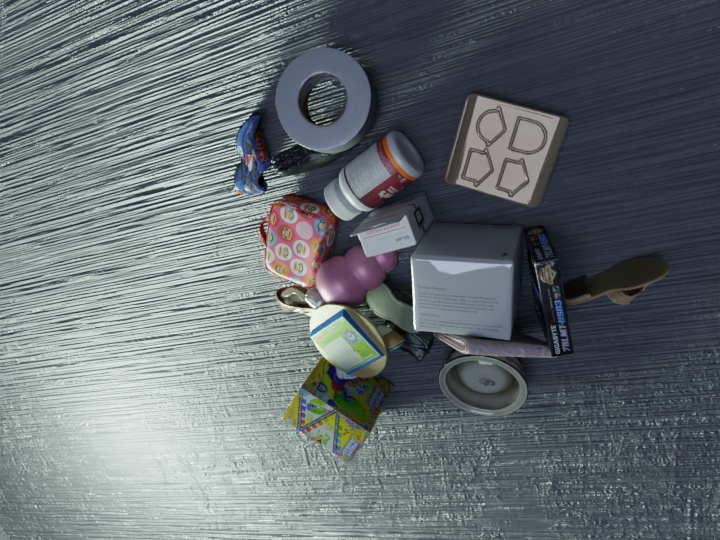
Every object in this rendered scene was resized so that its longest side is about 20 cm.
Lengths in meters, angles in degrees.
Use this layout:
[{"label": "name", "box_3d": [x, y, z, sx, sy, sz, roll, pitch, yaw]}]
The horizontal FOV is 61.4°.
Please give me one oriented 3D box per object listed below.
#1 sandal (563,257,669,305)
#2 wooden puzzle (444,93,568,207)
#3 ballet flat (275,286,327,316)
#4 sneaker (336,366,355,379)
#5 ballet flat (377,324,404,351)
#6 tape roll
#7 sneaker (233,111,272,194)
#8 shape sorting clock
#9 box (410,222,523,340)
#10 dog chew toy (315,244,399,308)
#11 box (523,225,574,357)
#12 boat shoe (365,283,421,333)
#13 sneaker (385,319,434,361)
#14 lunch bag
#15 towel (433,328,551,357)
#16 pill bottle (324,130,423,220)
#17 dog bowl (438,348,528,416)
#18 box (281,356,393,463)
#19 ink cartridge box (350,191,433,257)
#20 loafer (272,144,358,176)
[{"label": "sandal", "box_3d": [0.521, 0.038, 1.228, 0.211, 0.078, 0.070, -20, 125, 33]}, {"label": "wooden puzzle", "box_3d": [0.284, -0.237, 1.198, 0.199, 0.046, 0.186, 16, 118, 8]}, {"label": "ballet flat", "box_3d": [-0.127, 0.071, 1.450, 0.199, 0.071, 0.065, -1, 145, 34]}, {"label": "sneaker", "box_3d": [-0.027, 0.159, 1.460, 0.072, 0.072, 0.201, -2, 86, -9]}, {"label": "ballet flat", "box_3d": [0.042, 0.158, 1.403, 0.063, 0.068, 0.200, 64, 159, 3]}, {"label": "tape roll", "box_3d": [-0.069, -0.342, 1.232, 0.199, 0.066, 0.201, 1, 95, 13]}, {"label": "sneaker", "box_3d": [-0.235, -0.261, 1.371, 0.078, 0.075, 0.201, 14, 126, 4]}, {"label": "shape sorting clock", "box_3d": [-0.027, 0.157, 1.356, 0.199, 0.039, 0.201, 18, 133, 21]}, {"label": "box", "box_3d": [0.223, 0.014, 1.243, 0.198, 0.200, 0.172, 4, 116, 19]}, {"label": "dog chew toy", "box_3d": [0.000, 0.000, 1.361, 0.200, 0.125, 0.125, -34, 99, 5]}, {"label": "box", "box_3d": [0.368, 0.035, 1.197, 0.049, 0.200, 0.199, -12, 110, 12]}, {"label": "boat shoe", "box_3d": [0.086, 0.081, 1.370, 0.201, 0.060, 0.072, 36, 115, 46]}, {"label": "sneaker", "box_3d": [0.163, 0.141, 1.396, 0.199, 0.076, 0.115, -17, 108, 29]}, {"label": "lunch bag", "box_3d": [-0.154, -0.071, 1.412, 0.176, 0.082, 0.201, 21, 119, 11]}, {"label": "towel", "box_3d": [0.274, 0.144, 1.255, 0.199, 0.191, 0.032, 3, 96, -14]}, {"label": "pill bottle", "box_3d": [0.025, -0.194, 1.273, 0.200, 0.110, 0.110, -33, 99, 29]}, {"label": "dog bowl", "box_3d": [0.280, 0.237, 1.373, 0.199, 0.074, 0.201, 11, 131, 13]}, {"label": "box", "box_3d": [-0.051, 0.320, 1.483, 0.192, 0.200, 0.122, 33, 120, 3]}, {"label": "ink cartridge box", "box_3d": [0.068, -0.090, 1.252, 0.115, 0.200, 0.067, -14, 108, 26]}, {"label": "loafer", "box_3d": [-0.093, -0.258, 1.316, 0.200, 0.070, 0.068, -21, 86, 10]}]
